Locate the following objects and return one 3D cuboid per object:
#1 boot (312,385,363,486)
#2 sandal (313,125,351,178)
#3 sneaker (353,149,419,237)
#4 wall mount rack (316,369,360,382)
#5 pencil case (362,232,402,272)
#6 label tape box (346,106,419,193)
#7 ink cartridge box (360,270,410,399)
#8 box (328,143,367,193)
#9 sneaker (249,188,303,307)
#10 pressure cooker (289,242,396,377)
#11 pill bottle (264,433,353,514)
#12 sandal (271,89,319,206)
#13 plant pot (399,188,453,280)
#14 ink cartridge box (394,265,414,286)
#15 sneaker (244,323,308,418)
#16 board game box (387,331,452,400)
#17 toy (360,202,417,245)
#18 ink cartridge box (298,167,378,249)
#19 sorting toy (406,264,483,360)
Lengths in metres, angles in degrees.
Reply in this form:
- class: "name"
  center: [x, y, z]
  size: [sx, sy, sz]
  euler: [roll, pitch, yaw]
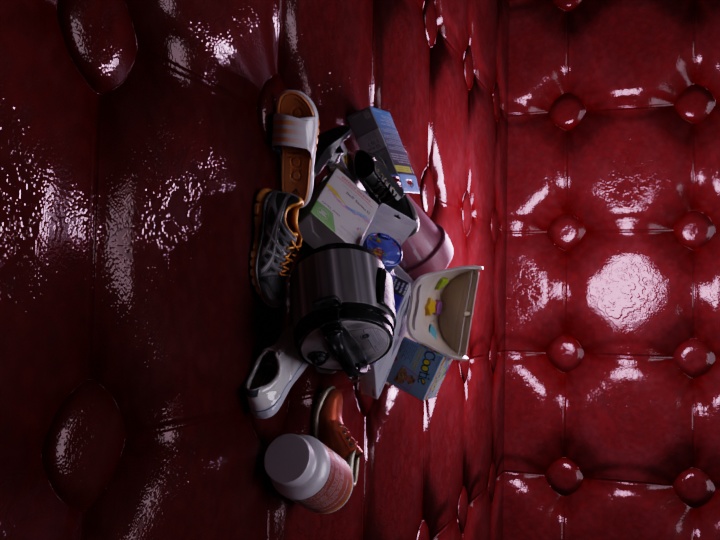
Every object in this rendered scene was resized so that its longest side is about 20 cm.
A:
- class: "boot"
  center: [-0.041, 0.324, 1.658]
  size: [0.075, 0.106, 0.201]
  euler: [43, 48, -61]
- class: "sandal"
  center: [-0.075, -0.212, 1.609]
  size: [0.201, 0.075, 0.048]
  euler: [-55, 135, -44]
- class: "sneaker"
  center: [0.045, -0.155, 1.748]
  size: [0.201, 0.075, 0.106]
  euler: [58, 13, 9]
- class: "wall mount rack"
  center: [-0.025, 0.130, 1.718]
  size: [0.200, 0.074, 0.175]
  euler: [26, 69, -52]
- class: "pencil case"
  center: [0.000, 0.000, 1.629]
  size: [0.078, 0.200, 0.087]
  euler: [13, 57, -27]
- class: "label tape box"
  center: [0.054, -0.253, 1.877]
  size: [0.201, 0.066, 0.143]
  euler: [70, 20, 3]
- class: "ink cartridge box"
  center: [0.048, 0.120, 1.657]
  size: [0.201, 0.040, 0.200]
  euler: [83, 27, -55]
- class: "box"
  center: [-0.030, -0.203, 1.772]
  size: [0.200, 0.041, 0.039]
  euler: [59, 34, -57]
- class: "sneaker"
  center: [-0.137, -0.037, 1.432]
  size: [0.078, 0.077, 0.202]
  euler: [-11, 101, -71]
- class: "pressure cooker"
  center: [-0.031, 0.079, 1.441]
  size: [0.175, 0.179, 0.201]
  euler: [15, 47, -26]
- class: "pill bottle"
  center: [-0.093, 0.356, 1.503]
  size: [0.200, 0.111, 0.113]
  euler: [55, 40, -58]
- class: "sandal"
  center: [-0.116, -0.209, 1.483]
  size: [0.059, 0.079, 0.208]
  euler: [-32, 122, -70]
- class: "plant pot"
  center: [0.082, -0.075, 1.898]
  size: [0.180, 0.199, 0.201]
  euler: [58, 34, -28]
- class: "ink cartridge box"
  center: [0.045, 0.022, 1.810]
  size: [0.200, 0.099, 0.039]
  euler: [45, 3, -17]
- class: "sneaker"
  center: [-0.136, 0.155, 1.440]
  size: [0.201, 0.073, 0.071]
  euler: [-68, 154, -45]
- class: "board game box"
  center: [0.082, 0.184, 1.819]
  size: [0.105, 0.199, 0.103]
  euler: [-65, 160, 5]
- class: "toy"
  center: [0.012, -0.047, 1.735]
  size: [0.115, 0.047, 0.200]
  euler: [24, 107, -44]
- class: "ink cartridge box"
  center: [-0.040, -0.114, 1.630]
  size: [0.117, 0.067, 0.200]
  euler: [40, 39, -13]
- class: "sorting toy"
  center: [0.155, 0.077, 1.746]
  size: [0.180, 0.106, 0.202]
  euler: [8, 92, -54]
